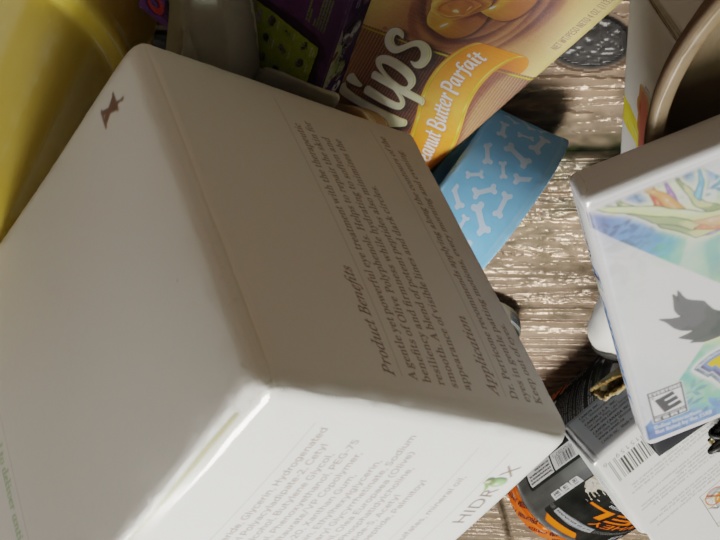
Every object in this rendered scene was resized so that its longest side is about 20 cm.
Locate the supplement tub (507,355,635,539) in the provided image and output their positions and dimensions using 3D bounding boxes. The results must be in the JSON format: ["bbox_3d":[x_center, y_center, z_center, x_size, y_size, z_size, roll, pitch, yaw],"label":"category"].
[{"bbox_3d":[0.196,0.136,1.071,0.122,0.123,0.200,16,149,-12],"label":"supplement tub"}]

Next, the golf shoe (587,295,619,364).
[{"bbox_3d":[0.174,-0.018,0.872,0.094,0.078,0.200,17,138,-9],"label":"golf shoe"}]

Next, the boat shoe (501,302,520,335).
[{"bbox_3d":[0.018,0.061,1.035,0.200,0.072,0.070,-2,149,19],"label":"boat shoe"}]

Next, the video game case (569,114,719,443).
[{"bbox_3d":[0.205,-0.012,0.624,0.199,0.022,0.183,-21,135,4],"label":"video game case"}]

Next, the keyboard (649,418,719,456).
[{"bbox_3d":[0.260,0.052,0.862,0.200,0.021,0.127,-33,141,-6],"label":"keyboard"}]

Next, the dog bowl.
[{"bbox_3d":[0.052,-0.027,0.851,0.050,0.112,0.200,37,145,-4],"label":"dog bowl"}]

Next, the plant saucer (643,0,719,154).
[{"bbox_3d":[0.213,-0.081,0.595,0.199,0.030,0.201,-9,134,-9],"label":"plant saucer"}]

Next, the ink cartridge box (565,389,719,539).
[{"bbox_3d":[0.256,0.104,0.942,0.200,0.044,0.174,-39,129,-2],"label":"ink cartridge box"}]

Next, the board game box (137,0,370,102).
[{"bbox_3d":[-0.043,-0.164,0.650,0.120,0.032,0.200,36,145,8],"label":"board game box"}]

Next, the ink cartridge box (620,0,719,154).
[{"bbox_3d":[0.210,-0.064,0.693,0.145,0.084,0.200,-14,136,-6],"label":"ink cartridge box"}]

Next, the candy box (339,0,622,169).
[{"bbox_3d":[0.036,-0.132,0.723,0.115,0.055,0.200,22,147,-21],"label":"candy box"}]

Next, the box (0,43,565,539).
[{"bbox_3d":[-0.058,0.048,0.639,0.171,0.199,0.200,15,128,-40],"label":"box"}]

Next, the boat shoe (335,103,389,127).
[{"bbox_3d":[0.000,0.000,0.784,0.074,0.069,0.201,17,116,33],"label":"boat shoe"}]

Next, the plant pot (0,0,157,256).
[{"bbox_3d":[-0.223,-0.088,0.731,0.200,0.190,0.201,6,150,4],"label":"plant pot"}]

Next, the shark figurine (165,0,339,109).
[{"bbox_3d":[-0.091,-0.121,0.649,0.128,0.090,0.215,19,140,32],"label":"shark figurine"}]

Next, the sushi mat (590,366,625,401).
[{"bbox_3d":[0.228,0.011,0.813,0.012,0.200,0.096,56,158,4],"label":"sushi mat"}]
